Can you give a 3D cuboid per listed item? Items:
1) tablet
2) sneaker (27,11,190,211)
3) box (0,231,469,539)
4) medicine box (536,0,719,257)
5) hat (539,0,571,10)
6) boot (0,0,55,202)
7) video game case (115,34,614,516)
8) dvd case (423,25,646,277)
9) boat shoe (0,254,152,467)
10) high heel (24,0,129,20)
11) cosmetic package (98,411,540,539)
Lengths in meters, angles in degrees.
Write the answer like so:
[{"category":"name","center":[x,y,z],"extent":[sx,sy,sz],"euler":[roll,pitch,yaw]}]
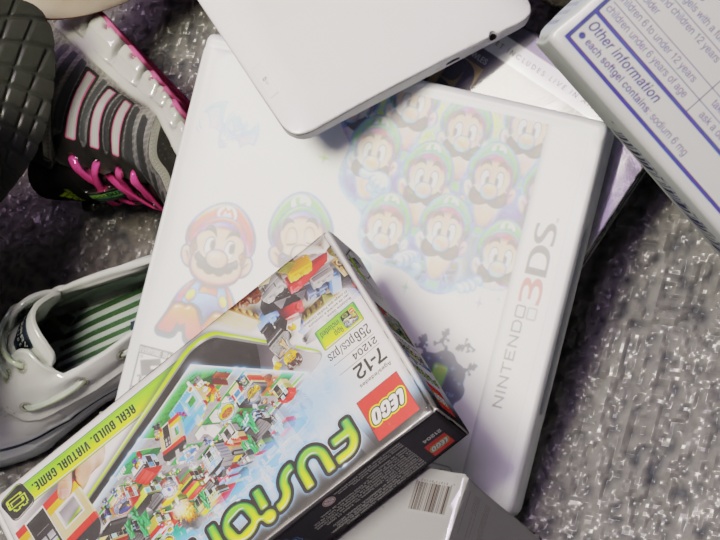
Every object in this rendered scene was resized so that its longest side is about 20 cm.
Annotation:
[{"category":"tablet","center":[-0.022,-0.160,1.371],"extent":[0.130,0.014,0.200],"euler":[-28,60,-10]},{"category":"sneaker","center":[-0.120,-0.056,1.469],"extent":[0.087,0.074,0.200],"euler":[-44,48,2]},{"category":"box","center":[-0.060,0.087,1.284],"extent":[0.200,0.035,0.110],"euler":[-39,55,8]},{"category":"medicine box","center":[0.207,-0.098,1.234],"extent":[0.200,0.103,0.182],"euler":[-42,94,3]},{"category":"hat","center":[0.116,-0.165,1.374],"extent":[0.201,0.200,0.081],"euler":[54,138,36]},{"category":"boot","center":[-0.221,-0.043,1.476],"extent":[0.130,0.067,0.201],"euler":[13,88,64]},{"category":"video game case","center":[0.000,0.000,1.342],"extent":[0.199,0.024,0.183],"euler":[14,88,17]},{"category":"dvd case","center":[0.031,-0.023,1.356],"extent":[0.148,0.016,0.201],"euler":[35,93,17]},{"category":"boat shoe","center":[-0.149,0.035,1.440],"extent":[0.199,0.067,0.074],"euler":[-26,56,15]},{"category":"high heel","center":[-0.113,-0.203,1.522],"extent":[0.200,0.067,0.096],"euler":[-47,28,-12]},{"category":"cosmetic package","center":[-0.027,0.114,1.325],"extent":[0.199,0.083,0.051],"euler":[8,72,32]}]
